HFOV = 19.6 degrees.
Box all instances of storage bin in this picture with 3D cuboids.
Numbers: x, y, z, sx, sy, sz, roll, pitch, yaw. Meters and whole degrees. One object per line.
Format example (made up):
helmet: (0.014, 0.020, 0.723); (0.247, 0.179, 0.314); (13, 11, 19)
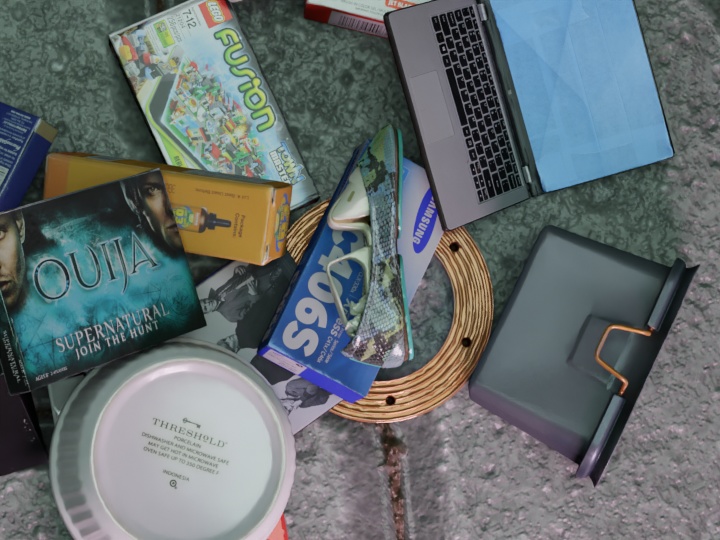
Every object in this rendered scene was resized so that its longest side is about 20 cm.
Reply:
storage bin: (0.180, 0.062, 1.743); (0.134, 0.146, 0.200); (24, 83, 7)

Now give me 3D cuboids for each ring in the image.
ring: (0.015, 0.030, 1.783); (0.200, 0.019, 0.201); (1, 84, -6)

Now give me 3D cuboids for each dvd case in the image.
dvd case: (-0.110, 0.084, 1.729); (0.200, 0.025, 0.150); (-35, 91, -15)

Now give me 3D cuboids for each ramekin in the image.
ramekin: (-0.143, 0.150, 1.651); (0.202, 0.094, 0.203); (2, 83, -14)

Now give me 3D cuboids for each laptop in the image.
laptop: (0.143, -0.153, 1.747); (0.200, 0.116, 0.188); (-22, 98, -48)

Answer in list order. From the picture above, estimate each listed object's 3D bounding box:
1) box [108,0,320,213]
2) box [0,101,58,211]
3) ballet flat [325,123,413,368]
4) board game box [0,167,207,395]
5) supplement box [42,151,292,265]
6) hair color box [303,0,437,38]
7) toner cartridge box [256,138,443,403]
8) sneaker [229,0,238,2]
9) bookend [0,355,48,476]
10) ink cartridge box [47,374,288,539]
box: (-0.125, -0.129, 1.775); (0.110, 0.035, 0.200); (-25, 88, -7)
box: (-0.344, -0.050, 1.720); (0.121, 0.032, 0.200); (22, 81, 32)
ballet flat: (0.005, -0.021, 1.685); (0.074, 0.074, 0.200); (-2, 78, -6)
board game box: (-0.210, 0.005, 1.604); (0.200, 0.028, 0.136); (-21, 96, -51)
supplement box: (-0.159, -0.053, 1.719); (0.200, 0.069, 0.067); (10, 97, 14)
hair color box: (0.026, -0.306, 1.792); (0.111, 0.064, 0.200); (13, 83, -4)
toner cartridge box: (0.000, 0.000, 1.736); (0.095, 0.043, 0.200); (28, 74, -10)
sneaker: (-0.110, -0.317, 1.766); (0.099, 0.078, 0.200); (-21, 64, 17)
bookend: (-0.365, 0.106, 1.642); (0.200, 0.199, 0.092); (-17, 66, -6)
ink cartridge box: (-0.157, 0.174, 1.741); (0.176, 0.045, 0.200); (-11, 86, -6)
